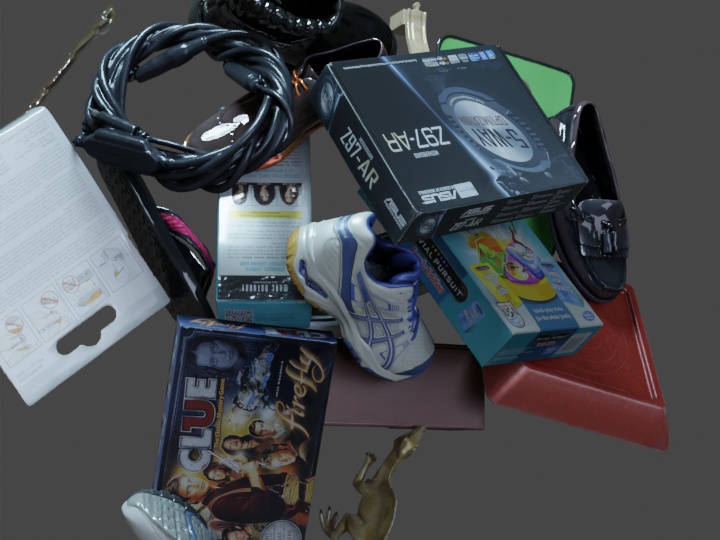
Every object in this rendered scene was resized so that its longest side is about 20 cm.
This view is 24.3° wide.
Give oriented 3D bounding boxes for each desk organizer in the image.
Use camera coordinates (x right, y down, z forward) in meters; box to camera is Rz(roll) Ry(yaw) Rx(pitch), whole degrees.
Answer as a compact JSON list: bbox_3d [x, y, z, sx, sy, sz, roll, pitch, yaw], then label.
[{"bbox_3d":[0.013,0.104,1.516,0.199,0.072,0.077,4,83,-25],"label":"desk organizer"}]

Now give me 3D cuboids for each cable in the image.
[{"bbox_3d":[-0.137,-0.141,1.412,0.163,0.199,0.051,-62,151,-31],"label":"cable"}]

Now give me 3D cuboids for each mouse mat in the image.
[{"bbox_3d":[0.134,-0.121,1.643,0.161,0.008,0.201,14,75,-23],"label":"mouse mat"}]

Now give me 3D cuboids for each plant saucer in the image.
[{"bbox_3d":[0.198,0.061,1.571,0.199,0.037,0.200,17,42,-23],"label":"plant saucer"}]

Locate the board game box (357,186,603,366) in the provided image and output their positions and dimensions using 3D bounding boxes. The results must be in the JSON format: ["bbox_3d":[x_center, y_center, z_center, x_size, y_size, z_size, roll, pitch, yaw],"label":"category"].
[{"bbox_3d":[0.108,-0.011,1.489,0.151,0.047,0.200,-2,51,-52],"label":"board game box"}]

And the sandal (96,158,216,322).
[{"bbox_3d":[-0.163,-0.025,1.451,0.045,0.075,0.200,-28,92,-28],"label":"sandal"}]

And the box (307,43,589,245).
[{"bbox_3d":[0.075,-0.111,1.415,0.200,0.044,0.160,-11,61,-38],"label":"box"}]

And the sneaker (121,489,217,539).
[{"bbox_3d":[-0.143,0.268,1.392,0.087,0.075,0.200,-30,112,8],"label":"sneaker"}]

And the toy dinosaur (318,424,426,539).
[{"bbox_3d":[0.007,0.230,1.475,0.058,0.101,0.201,16,76,-22],"label":"toy dinosaur"}]

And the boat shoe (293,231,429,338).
[{"bbox_3d":[0.000,0.000,1.504,0.200,0.072,0.071,-26,137,-43],"label":"boat shoe"}]

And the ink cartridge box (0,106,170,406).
[{"bbox_3d":[-0.282,-0.012,1.412,0.162,0.057,0.200,-38,107,-25],"label":"ink cartridge box"}]

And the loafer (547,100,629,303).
[{"bbox_3d":[0.219,-0.070,1.610,0.072,0.063,0.201,3,64,-32],"label":"loafer"}]

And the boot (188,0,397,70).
[{"bbox_3d":[-0.039,-0.224,1.492,0.211,0.158,0.080,5,80,-24],"label":"boot"}]

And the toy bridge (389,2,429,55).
[{"bbox_3d":[0.047,-0.156,1.574,0.027,0.067,0.201,8,79,-24],"label":"toy bridge"}]

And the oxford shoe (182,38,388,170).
[{"bbox_3d":[-0.065,-0.147,1.443,0.200,0.073,0.071,-28,65,-17],"label":"oxford shoe"}]

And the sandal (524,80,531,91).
[{"bbox_3d":[0.123,-0.121,1.550,0.054,0.080,0.200,16,36,-4],"label":"sandal"}]

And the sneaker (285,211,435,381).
[{"bbox_3d":[0.022,0.026,1.407,0.200,0.088,0.075,45,35,-43],"label":"sneaker"}]

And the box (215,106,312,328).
[{"bbox_3d":[-0.084,-0.048,1.456,0.082,0.049,0.201,1,60,-3],"label":"box"}]

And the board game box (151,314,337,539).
[{"bbox_3d":[-0.102,0.144,1.419,0.135,0.035,0.201,6,103,-12],"label":"board game box"}]
